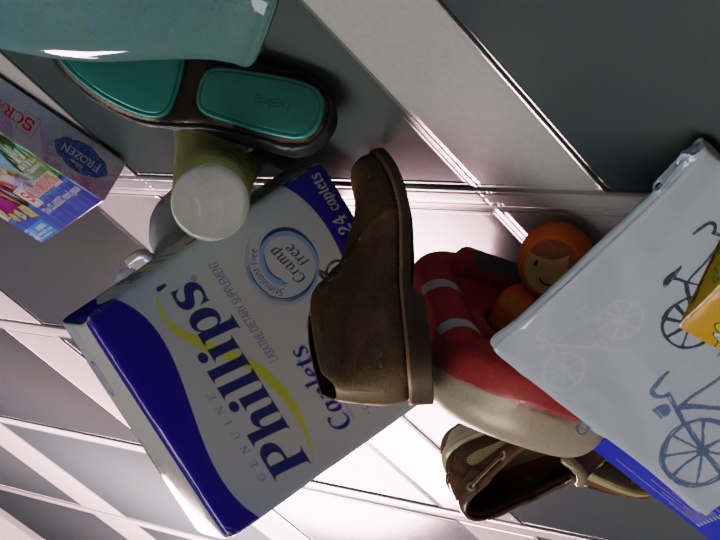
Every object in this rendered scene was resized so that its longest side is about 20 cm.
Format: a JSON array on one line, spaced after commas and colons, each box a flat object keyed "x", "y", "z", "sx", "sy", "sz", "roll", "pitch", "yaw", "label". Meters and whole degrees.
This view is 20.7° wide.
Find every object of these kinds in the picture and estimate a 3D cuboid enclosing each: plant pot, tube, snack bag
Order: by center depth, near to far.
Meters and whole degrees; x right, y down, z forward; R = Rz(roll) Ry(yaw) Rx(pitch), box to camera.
[{"x": -0.122, "y": -0.192, "z": 0.978, "sx": 0.187, "sy": 0.201, "sz": 0.200, "roll": 15, "pitch": 161, "yaw": -8, "label": "plant pot"}, {"x": 0.200, "y": 0.039, "z": 1.164, "sx": 0.200, "sy": 0.021, "sz": 0.189, "roll": 36, "pitch": 115, "yaw": -20, "label": "snack bag"}, {"x": -0.100, "y": -0.070, "z": 1.336, "sx": 0.200, "sy": 0.052, "sz": 0.058, "roll": -99, "pitch": -8, "yaw": -75, "label": "tube"}]

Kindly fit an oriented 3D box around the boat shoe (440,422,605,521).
[{"x": 0.151, "y": 0.117, "z": 1.357, "sx": 0.202, "sy": 0.075, "sz": 0.075, "roll": -29, "pitch": 127, "yaw": 20, "label": "boat shoe"}]

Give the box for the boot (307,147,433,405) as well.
[{"x": 0.000, "y": 0.000, "z": 1.259, "sx": 0.075, "sy": 0.201, "sz": 0.074, "roll": -6, "pitch": 139, "yaw": 0, "label": "boot"}]

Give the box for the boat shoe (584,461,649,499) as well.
[{"x": 0.145, "y": 0.126, "z": 1.534, "sx": 0.199, "sy": 0.072, "sz": 0.068, "roll": 25, "pitch": 158, "yaw": 2, "label": "boat shoe"}]

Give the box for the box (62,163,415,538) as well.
[{"x": -0.072, "y": 0.056, "z": 1.373, "sx": 0.184, "sy": 0.200, "sz": 0.105, "roll": 58, "pitch": 164, "yaw": -9, "label": "box"}]

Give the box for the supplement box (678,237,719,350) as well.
[{"x": 0.288, "y": 0.018, "z": 1.032, "sx": 0.199, "sy": 0.109, "sz": 0.110, "roll": 29, "pitch": 160, "yaw": 1, "label": "supplement box"}]

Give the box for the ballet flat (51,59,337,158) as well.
[{"x": -0.108, "y": -0.119, "z": 1.291, "sx": 0.199, "sy": 0.073, "sz": 0.073, "roll": 18, "pitch": 158, "yaw": 9, "label": "ballet flat"}]

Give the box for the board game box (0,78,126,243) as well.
[{"x": -0.310, "y": -0.108, "z": 1.618, "sx": 0.199, "sy": 0.041, "sz": 0.200, "roll": 34, "pitch": 159, "yaw": -14, "label": "board game box"}]

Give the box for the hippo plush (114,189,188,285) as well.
[{"x": -0.140, "y": 0.019, "z": 1.512, "sx": 0.158, "sy": 0.201, "sz": 0.161, "roll": 1, "pitch": 145, "yaw": 11, "label": "hippo plush"}]

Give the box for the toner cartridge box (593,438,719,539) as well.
[{"x": 0.254, "y": 0.143, "z": 1.278, "sx": 0.200, "sy": 0.043, "sz": 0.095, "roll": 38, "pitch": 147, "yaw": -11, "label": "toner cartridge box"}]

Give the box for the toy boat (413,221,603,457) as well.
[{"x": 0.110, "y": 0.028, "z": 1.283, "sx": 0.130, "sy": 0.131, "sz": 0.200, "roll": 18, "pitch": -156, "yaw": -20, "label": "toy boat"}]
